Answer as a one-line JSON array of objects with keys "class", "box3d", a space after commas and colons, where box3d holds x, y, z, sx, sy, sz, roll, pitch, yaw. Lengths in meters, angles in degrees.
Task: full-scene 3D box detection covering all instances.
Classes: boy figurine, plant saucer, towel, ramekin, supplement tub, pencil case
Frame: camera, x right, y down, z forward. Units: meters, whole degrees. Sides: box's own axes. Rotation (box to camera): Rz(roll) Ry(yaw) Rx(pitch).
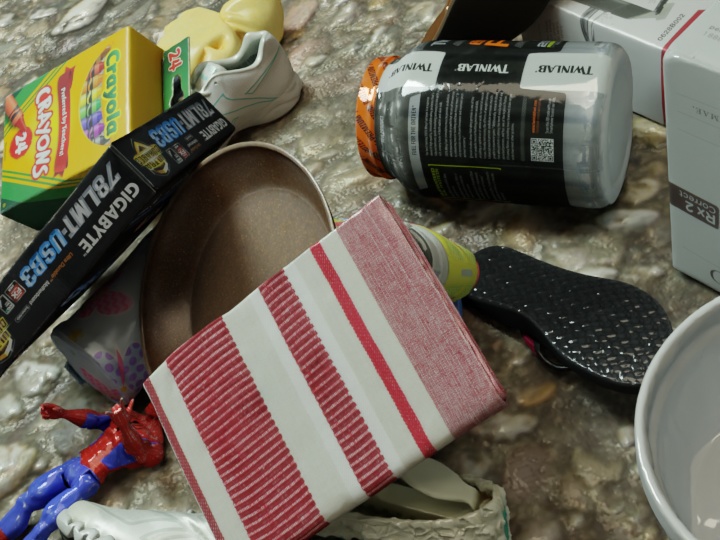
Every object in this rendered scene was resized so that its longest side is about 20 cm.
[{"class": "boy figurine", "box3d": [-0.163, -0.213, 1.021, 0.199, 0.065, 0.124, -38, 49, -13]}, {"class": "plant saucer", "box3d": [-0.078, 0.015, 0.712, 0.198, 0.036, 0.204, -9, 77, 40]}, {"class": "towel", "box3d": [-0.027, 0.071, 0.618, 0.199, 0.023, 0.145, -36, 69, 14]}, {"class": "ramekin", "box3d": [0.255, 0.112, 0.568, 0.196, 0.106, 0.203, -11, 49, 13]}, {"class": "supplement tub", "box3d": [0.103, -0.115, 0.800, 0.197, 0.123, 0.124, 6, 54, 24]}, {"class": "pencil case", "box3d": [-0.153, 0.009, 0.820, 0.090, 0.084, 0.201, 9, 52, 50]}]

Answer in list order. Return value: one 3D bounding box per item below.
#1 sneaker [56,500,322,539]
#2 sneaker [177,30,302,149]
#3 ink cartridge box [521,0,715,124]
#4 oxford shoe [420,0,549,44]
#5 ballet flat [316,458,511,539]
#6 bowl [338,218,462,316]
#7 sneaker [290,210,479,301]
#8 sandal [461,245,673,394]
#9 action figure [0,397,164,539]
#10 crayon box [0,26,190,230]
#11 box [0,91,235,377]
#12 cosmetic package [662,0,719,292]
[{"class": "sneaker", "box3d": [-0.106, 0.187, 0.669, 0.197, 0.076, 0.082, 16, 50, 20]}, {"class": "sneaker", "box3d": [-0.143, -0.144, 0.947, 0.200, 0.081, 0.070, -44, 52, -16]}, {"class": "ink cartridge box", "box3d": [0.248, -0.212, 0.853, 0.147, 0.083, 0.199, -44, 51, -16]}, {"class": "oxford shoe", "box3d": [0.096, -0.218, 0.863, 0.200, 0.070, 0.072, -48, 30, 37]}, {"class": "ballet flat", "box3d": [0.001, 0.130, 0.643, 0.196, 0.072, 0.073, 12, 55, 9]}, {"class": "bowl", "box3d": [-0.019, 0.050, 0.765, 0.197, 0.040, 0.203, -11, 49, 12]}, {"class": "sneaker", "box3d": [0.000, 0.000, 0.733, 0.198, 0.089, 0.080, 10, 95, 46]}, {"class": "sandal", "box3d": [0.143, 0.036, 0.722, 0.075, 0.046, 0.199, -35, 34, -17]}, {"class": "action figure", "box3d": [-0.214, 0.139, 0.730, 0.199, 0.100, 0.065, -39, 50, -16]}, {"class": "crayon box", "box3d": [-0.239, -0.131, 0.930, 0.198, 0.051, 0.129, -21, 62, 27]}, {"class": "box", "box3d": [-0.194, -0.033, 0.778, 0.199, 0.050, 0.200, -46, 8, 19]}, {"class": "cosmetic package", "box3d": [0.304, -0.081, 0.643, 0.165, 0.201, 0.164, -42, 50, -18]}]
